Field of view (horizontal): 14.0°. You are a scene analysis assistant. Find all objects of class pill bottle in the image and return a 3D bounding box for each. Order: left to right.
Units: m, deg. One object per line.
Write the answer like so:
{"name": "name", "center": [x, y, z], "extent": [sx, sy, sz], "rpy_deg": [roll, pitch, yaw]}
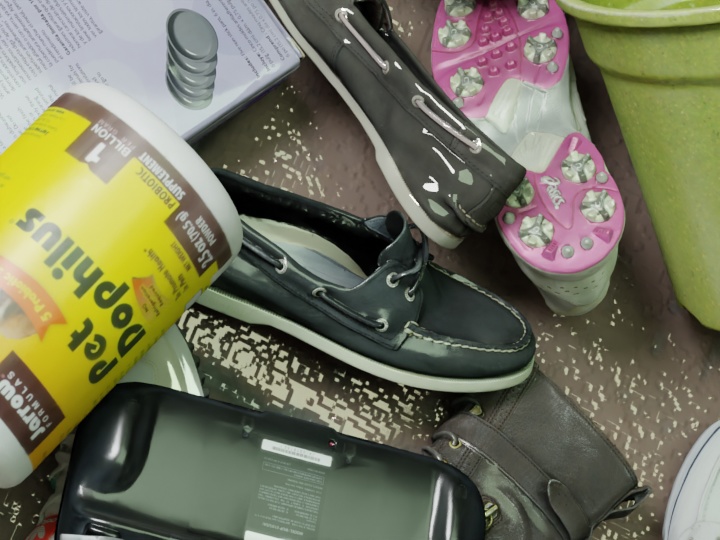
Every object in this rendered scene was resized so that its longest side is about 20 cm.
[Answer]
{"name": "pill bottle", "center": [-0.153, 0.019, 1.300], "extent": [0.109, 0.109, 0.200], "rpy_deg": [45, 74, -6]}

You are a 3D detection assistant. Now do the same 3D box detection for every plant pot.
{"name": "plant pot", "center": [0.209, -0.075, 1.473], "extent": [0.200, 0.200, 0.185], "rpy_deg": [-22, 112, -27]}

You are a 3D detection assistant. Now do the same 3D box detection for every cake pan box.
{"name": "cake pan box", "center": [-0.157, -0.128, 1.411], "extent": [0.184, 0.052, 0.200], "rpy_deg": [-38, 92, -25]}

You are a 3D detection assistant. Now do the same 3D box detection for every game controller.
{"name": "game controller", "center": [-0.038, 0.118, 1.332], "extent": [0.199, 0.042, 0.105], "rpy_deg": [16, 62, -14]}

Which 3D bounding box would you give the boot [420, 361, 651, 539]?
{"name": "boot", "center": [0.032, 0.102, 1.430], "extent": [0.200, 0.069, 0.174], "rpy_deg": [40, 57, -9]}

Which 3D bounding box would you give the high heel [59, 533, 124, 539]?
{"name": "high heel", "center": [-0.195, 0.188, 1.268], "extent": [0.199, 0.071, 0.143], "rpy_deg": [-2, 76, 14]}

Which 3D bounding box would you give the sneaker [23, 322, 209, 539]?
{"name": "sneaker", "center": [-0.117, 0.101, 1.354], "extent": [0.093, 0.070, 0.201], "rpy_deg": [-10, 82, -31]}

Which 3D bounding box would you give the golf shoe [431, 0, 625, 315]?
{"name": "golf shoe", "center": [0.084, -0.065, 1.495], "extent": [0.075, 0.092, 0.201], "rpy_deg": [-14, 58, 2]}

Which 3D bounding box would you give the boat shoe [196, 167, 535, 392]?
{"name": "boat shoe", "center": [0.000, -0.002, 1.418], "extent": [0.198, 0.066, 0.075], "rpy_deg": [21, 34, -5]}

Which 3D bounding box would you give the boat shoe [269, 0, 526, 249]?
{"name": "boat shoe", "center": [0.014, -0.102, 1.447], "extent": [0.057, 0.067, 0.200], "rpy_deg": [-39, 68, 15]}

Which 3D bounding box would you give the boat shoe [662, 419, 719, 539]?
{"name": "boat shoe", "center": [0.188, 0.165, 1.463], "extent": [0.073, 0.067, 0.201], "rpy_deg": [13, 71, -9]}
